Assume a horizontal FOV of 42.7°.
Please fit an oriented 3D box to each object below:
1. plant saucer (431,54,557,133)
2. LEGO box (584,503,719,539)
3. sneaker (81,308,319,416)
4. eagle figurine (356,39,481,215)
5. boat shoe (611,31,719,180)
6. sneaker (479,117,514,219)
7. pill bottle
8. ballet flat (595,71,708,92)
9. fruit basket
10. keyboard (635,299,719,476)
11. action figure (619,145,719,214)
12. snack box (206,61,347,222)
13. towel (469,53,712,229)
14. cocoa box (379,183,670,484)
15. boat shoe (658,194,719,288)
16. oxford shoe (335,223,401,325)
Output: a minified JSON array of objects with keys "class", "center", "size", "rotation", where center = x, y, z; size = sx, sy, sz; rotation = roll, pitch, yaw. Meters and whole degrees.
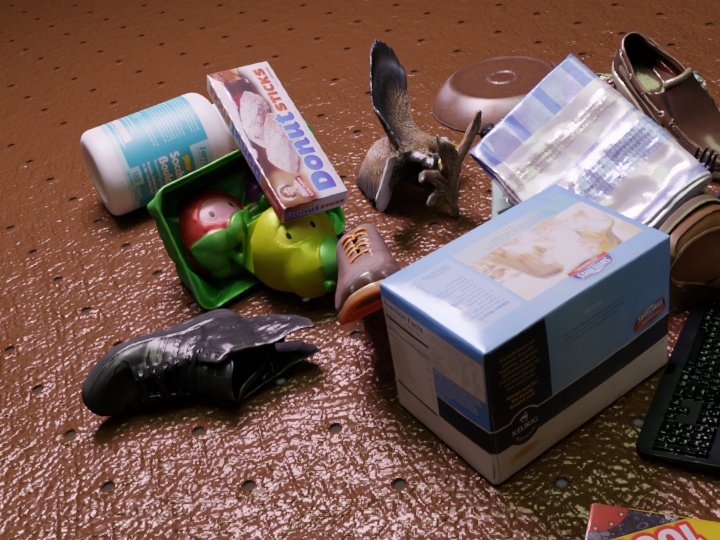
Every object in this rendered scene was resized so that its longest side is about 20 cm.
[{"class":"plant saucer","center":[0.192,-0.246,1.239],"size":[0.197,0.037,0.201],"rotation":[-7,33,5]},{"class":"LEGO box","center":[0.215,0.222,0.501],"size":[0.197,0.078,0.149],"rotation":[4,36,21]},{"class":"sneaker","center":[-0.143,0.086,0.826],"size":[0.198,0.061,0.104],"rotation":[-26,31,-27]},{"class":"eagle figurine","center":[0.049,-0.147,1.050],"size":[0.152,0.151,0.200],"rotation":[-50,53,6]},{"class":"boat shoe","center":[0.345,-0.185,1.012],"size":[0.074,0.075,0.203],"rotation":[-34,60,-5]},{"class":"sneaker","center":[0.160,-0.080,0.927],"size":[0.073,0.119,0.201],"rotation":[-7,35,4]},{"class":"pill bottle","center":[-0.242,-0.155,1.167],"size":[0.198,0.112,0.111],"rotation":[-26,36,-20]},{"class":"ballet flat","center":[0.316,-0.205,1.117],"size":[0.197,0.075,0.065],"rotation":[3,79,25]},{"class":"fruit basket","center":[-0.098,-0.051,0.955],"size":[0.213,0.157,0.216],"rotation":[-20,18,7]},{"class":"keyboard","center":[0.292,0.078,0.727],"size":[0.103,0.040,0.200],"rotation":[9,40,29]},{"class":"action figure","center":[0.284,-0.064,0.885],"size":[0.199,0.103,0.119],"rotation":[-27,48,-25]},{"class":"snack box","center":[-0.088,-0.135,0.942],"size":[0.071,0.024,0.201],"rotation":[-17,58,-23]},{"class":"towel","center":[0.208,-0.098,0.861],"size":[0.147,0.024,0.201],"rotation":[-43,58,8]},{"class":"cocoa box","center":[0.135,0.043,0.742],"size":[0.199,0.133,0.133],"rotation":[-28,37,-24]},{"class":"boat shoe","center":[0.317,-0.021,0.795],"size":[0.199,0.073,0.068],"rotation":[-15,46,-42]},{"class":"oxford shoe","center":[0.000,0.000,0.820],"size":[0.071,0.074,0.200],"rotation":[-25,1,1]}]
